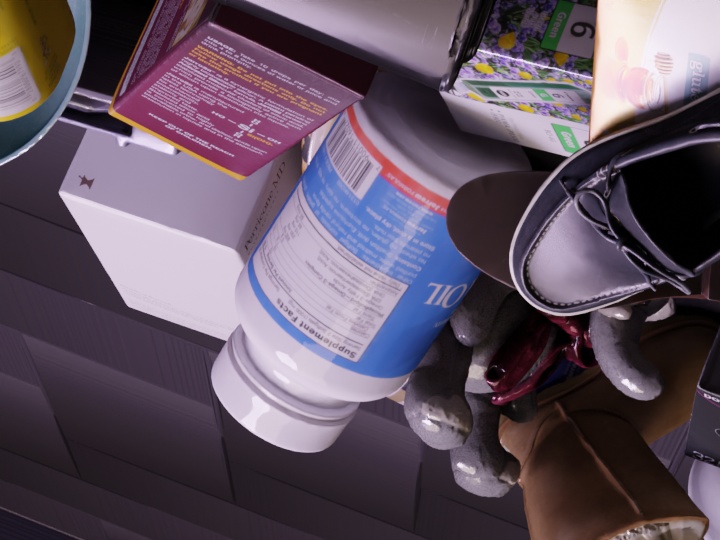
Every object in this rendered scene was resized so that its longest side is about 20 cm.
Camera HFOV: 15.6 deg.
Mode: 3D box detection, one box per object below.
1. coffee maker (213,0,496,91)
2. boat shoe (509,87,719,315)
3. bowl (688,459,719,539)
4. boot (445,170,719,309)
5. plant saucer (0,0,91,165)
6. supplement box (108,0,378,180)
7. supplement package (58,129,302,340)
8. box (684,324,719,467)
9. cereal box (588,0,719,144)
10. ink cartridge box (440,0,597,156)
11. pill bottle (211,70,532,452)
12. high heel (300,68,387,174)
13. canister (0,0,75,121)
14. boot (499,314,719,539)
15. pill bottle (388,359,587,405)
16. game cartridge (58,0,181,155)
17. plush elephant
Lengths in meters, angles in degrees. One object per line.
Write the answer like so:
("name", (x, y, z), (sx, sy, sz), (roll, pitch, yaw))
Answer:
("coffee maker", (-0.034, -0.154, 1.093), (0.200, 0.192, 0.135), (20, 147, 4))
("boat shoe", (0.134, -0.028, 1.195), (0.075, 0.062, 0.200), (48, 135, -11))
("bowl", (0.306, 0.122, 1.589), (0.201, 0.201, 0.090), (20, 127, 10))
("boot", (0.126, -0.027, 1.371), (0.186, 0.064, 0.200), (12, -170, -6))
("plant saucer", (-0.226, -0.153, 1.426), (0.200, 0.200, 0.036), (16, -160, 20))
("supplement box", (-0.047, -0.129, 1.327), (0.086, 0.110, 0.200), (26, 163, -14))
("supplement package", (-0.090, -0.044, 1.623), (0.120, 0.121, 0.200), (19, 164, 14))
("box", (0.297, 0.066, 1.462), (0.200, 0.124, 0.149), (21, 164, 11))
("cereal box", (0.203, -0.073, 1.188), (0.200, 0.040, 0.144), (16, 130, 21))
("ink cartridge box", (0.133, -0.091, 1.312), (0.200, 0.050, 0.109), (16, 162, 24))
("pill bottle", (0.000, 0.000, 1.433), (0.112, 0.112, 0.200), (26, 119, -12))
("high heel", (-0.008, -0.087, 1.528), (0.071, 0.143, 0.200), (-11, 128, -5))
("canister", (-0.211, -0.152, 1.133), (0.148, 0.087, 0.200), (11, 154, 13))
("boot", (0.174, 0.116, 1.582), (0.066, 0.175, 0.200), (59, -178, -22))
("pill bottle", (0.068, 0.046, 1.716), (0.200, 0.111, 0.111), (26, 163, -12))
("game cartridge", (-0.161, -0.121, 1.499), (0.200, 0.038, 0.130), (17, -155, 20))
("plush elephant", (0.117, 0.026, 1.538), (0.155, 0.200, 0.165), (-6, 154, 13))
